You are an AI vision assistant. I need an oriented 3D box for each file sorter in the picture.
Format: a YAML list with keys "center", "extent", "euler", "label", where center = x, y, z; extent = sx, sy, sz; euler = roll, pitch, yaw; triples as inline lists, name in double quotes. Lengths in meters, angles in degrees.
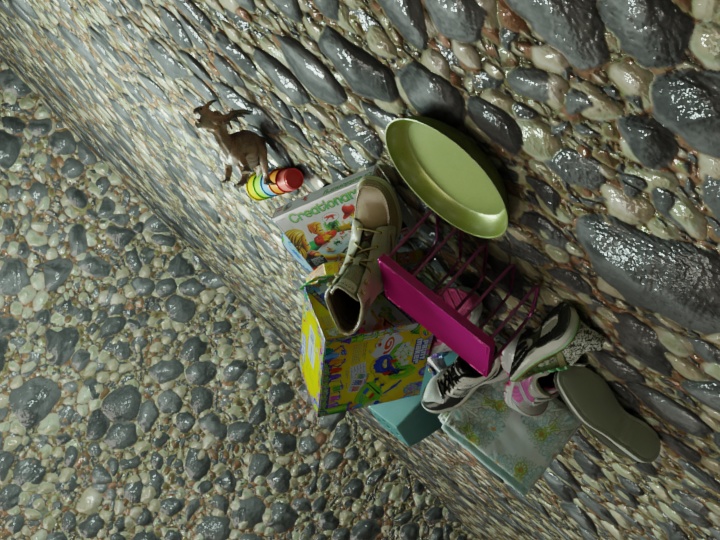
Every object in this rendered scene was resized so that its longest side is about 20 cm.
- center: [0.144, 0.027, 1.175]
  extent: [0.200, 0.126, 0.139]
  euler: [39, 165, 20]
  label: "file sorter"

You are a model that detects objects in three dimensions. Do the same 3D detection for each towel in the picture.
- center: [0.258, 0.263, 1.424]
  extent: [0.200, 0.172, 0.048]
  euler: [39, 180, 15]
  label: "towel"

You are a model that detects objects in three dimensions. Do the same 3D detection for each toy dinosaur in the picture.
- center: [-0.210, -0.226, 1.476]
  extent: [0.085, 0.137, 0.200]
  euler: [-6, 172, 22]
  label: "toy dinosaur"

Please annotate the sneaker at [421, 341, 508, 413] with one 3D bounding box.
- center: [0.172, 0.174, 1.392]
  extent: [0.087, 0.199, 0.076]
  euler: [24, -143, -50]
  label: "sneaker"

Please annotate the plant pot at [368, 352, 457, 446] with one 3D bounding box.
- center: [0.121, 0.248, 1.687]
  extent: [0.141, 0.200, 0.142]
  euler: [30, 160, 39]
  label: "plant pot"

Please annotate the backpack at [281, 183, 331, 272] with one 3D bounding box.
- center: [-0.058, -0.068, 1.451]
  extent: [0.163, 0.154, 0.200]
  euler: [41, 179, -19]
  label: "backpack"

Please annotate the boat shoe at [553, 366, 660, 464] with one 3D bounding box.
- center: [0.362, 0.218, 1.233]
  extent: [0.201, 0.072, 0.060]
  euler: [41, 160, -7]
  label: "boat shoe"

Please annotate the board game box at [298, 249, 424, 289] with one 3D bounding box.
- center: [0.000, 0.000, 1.354]
  extent: [0.095, 0.198, 0.030]
  euler: [-34, 69, 63]
  label: "board game box"

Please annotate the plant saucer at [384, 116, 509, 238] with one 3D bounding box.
- center: [0.115, -0.123, 1.029]
  extent: [0.200, 0.031, 0.200]
  euler: [41, 165, 13]
  label: "plant saucer"

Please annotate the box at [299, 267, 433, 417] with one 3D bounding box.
- center: [0.007, 0.121, 1.361]
  extent: [0.201, 0.191, 0.123]
  euler: [98, 156, -43]
  label: "box"

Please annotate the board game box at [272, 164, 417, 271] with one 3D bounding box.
- center: [-0.026, -0.078, 1.291]
  extent: [0.199, 0.035, 0.127]
  euler: [-20, 123, 30]
  label: "board game box"

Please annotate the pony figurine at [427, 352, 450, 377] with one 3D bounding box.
- center: [0.137, 0.150, 1.538]
  extent: [0.200, 0.166, 0.193]
  euler: [45, 133, 6]
  label: "pony figurine"

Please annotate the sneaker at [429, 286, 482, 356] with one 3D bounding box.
- center: [0.162, 0.078, 1.343]
  extent: [0.200, 0.087, 0.082]
  euler: [124, 134, -64]
  label: "sneaker"

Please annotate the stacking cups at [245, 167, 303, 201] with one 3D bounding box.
- center: [-0.167, -0.168, 1.571]
  extent: [0.061, 0.061, 0.200]
  euler: [48, 164, -18]
  label: "stacking cups"

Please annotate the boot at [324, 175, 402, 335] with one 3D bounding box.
- center: [0.002, -0.022, 1.195]
  extent: [0.071, 0.155, 0.202]
  euler: [13, 127, 19]
  label: "boot"

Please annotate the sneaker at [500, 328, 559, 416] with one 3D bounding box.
- center: [0.284, 0.183, 1.313]
  extent: [0.088, 0.081, 0.201]
  euler: [31, 158, 36]
  label: "sneaker"

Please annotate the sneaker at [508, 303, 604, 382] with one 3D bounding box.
- center: [0.276, 0.123, 1.161]
  extent: [0.088, 0.077, 0.200]
  euler: [27, 151, -3]
  label: "sneaker"
